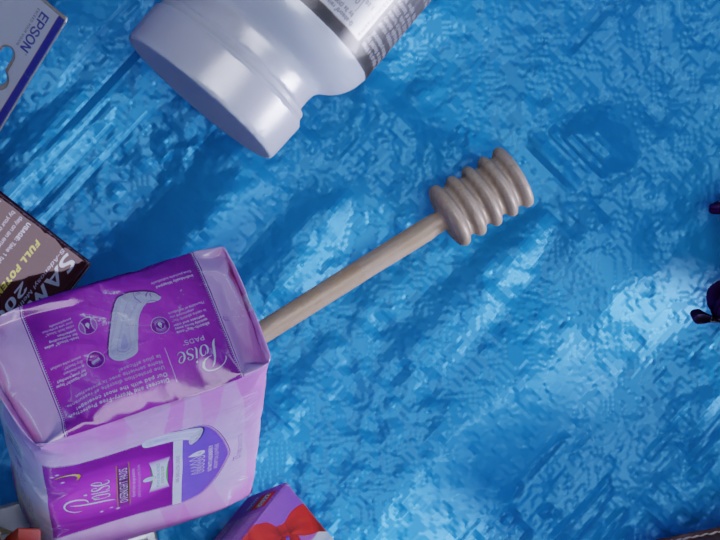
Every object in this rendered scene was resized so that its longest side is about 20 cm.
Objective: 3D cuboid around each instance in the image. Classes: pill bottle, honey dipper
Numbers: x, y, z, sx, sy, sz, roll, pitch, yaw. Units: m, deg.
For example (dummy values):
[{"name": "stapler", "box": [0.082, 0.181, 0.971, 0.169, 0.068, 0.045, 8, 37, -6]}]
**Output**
[{"name": "pill bottle", "box": [-0.018, -0.162, 1.047, 0.116, 0.116, 0.200, 41, 84, -13]}, {"name": "honey dipper", "box": [0.000, 0.000, 1.103, 0.200, 0.038, 0.038, -31, 100, -8]}]

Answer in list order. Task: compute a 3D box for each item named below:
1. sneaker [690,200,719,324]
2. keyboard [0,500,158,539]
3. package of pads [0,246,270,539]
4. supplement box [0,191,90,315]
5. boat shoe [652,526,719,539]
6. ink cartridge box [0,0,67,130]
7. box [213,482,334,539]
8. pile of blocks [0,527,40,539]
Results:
[{"name": "sneaker", "box": [0.243, -0.056, 1.140, 0.088, 0.074, 0.200, 13, 91, -9]}, {"name": "keyboard", "box": [-0.205, 0.156, 1.080, 0.200, 0.011, 0.056, -15, 92, -12]}, {"name": "package of pads", "box": [-0.112, 0.070, 1.000, 0.120, 0.200, 0.076, -19, 70, -13]}, {"name": "supplement box", "box": [-0.231, -0.045, 1.008, 0.200, 0.109, 0.061, 38, 85, -12]}, {"name": "boat shoe", "box": [0.249, 0.145, 1.164, 0.200, 0.072, 0.072, -6, 65, -3]}, {"name": "ink cartridge box", "box": [-0.230, -0.149, 0.990, 0.200, 0.039, 0.099, 40, 118, 3]}, {"name": "box", "box": [-0.055, 0.223, 1.050, 0.137, 0.039, 0.200, 51, 47, -12]}, {"name": "pile of blocks", "box": [-0.166, 0.141, 0.999, 0.200, 0.082, 0.062, 28, 111, 26]}]
